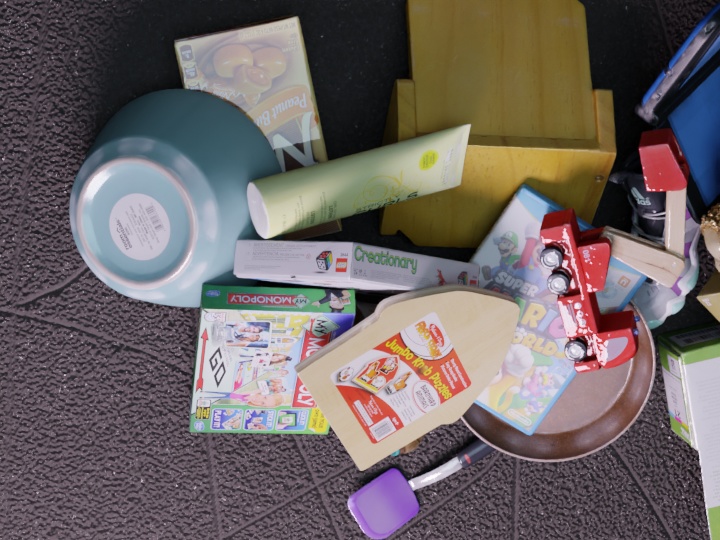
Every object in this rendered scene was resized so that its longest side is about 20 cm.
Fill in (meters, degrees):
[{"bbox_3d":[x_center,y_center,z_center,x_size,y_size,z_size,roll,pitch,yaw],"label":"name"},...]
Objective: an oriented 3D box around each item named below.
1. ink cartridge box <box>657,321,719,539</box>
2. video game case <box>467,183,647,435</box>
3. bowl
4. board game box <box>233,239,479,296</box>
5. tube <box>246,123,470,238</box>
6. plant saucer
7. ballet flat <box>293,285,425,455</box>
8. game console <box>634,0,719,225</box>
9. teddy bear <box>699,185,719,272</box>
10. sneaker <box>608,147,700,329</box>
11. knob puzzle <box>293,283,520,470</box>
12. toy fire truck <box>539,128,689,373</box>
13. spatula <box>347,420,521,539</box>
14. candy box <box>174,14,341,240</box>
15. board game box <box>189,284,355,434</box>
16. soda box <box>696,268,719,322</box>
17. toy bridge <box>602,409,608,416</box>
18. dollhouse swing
[{"bbox_3d":[0.383,0.151,1.613,0.147,0.076,0.201,-12,103,-6],"label":"ink cartridge box"},{"bbox_3d":[0.153,0.039,1.521,0.143,0.018,0.200,32,108,-6],"label":"video game case"},{"bbox_3d":[-0.174,-0.053,1.442,0.200,0.105,0.202,4,104,18],"label":"bowl"},{"bbox_3d":[0.000,0.000,1.450,0.126,0.200,0.035,2,86,36],"label":"board game box"},{"bbox_3d":[0.003,-0.076,1.419,0.199,0.058,0.052,-16,95,-19],"label":"tube"},{"bbox_3d":[0.178,0.084,1.562,0.199,0.035,0.201,2,110,4],"label":"plant saucer"},{"bbox_3d":[0.011,0.080,1.557,0.072,0.068,0.201,-37,104,-21],"label":"ballet flat"},{"bbox_3d":[0.345,-0.169,1.480,0.118,0.200,0.171,41,136,8],"label":"game console"},{"bbox_3d":[0.362,-0.082,1.468,0.067,0.145,0.200,19,65,27],"label":"teddy bear"},{"bbox_3d":[0.267,-0.052,1.531,0.140,0.078,0.201,24,87,-48],"label":"sneaker"},{"bbox_3d":[0.052,0.076,1.479,0.219,0.031,0.220,-17,137,-17],"label":"knob puzzle"},{"bbox_3d":[0.232,-0.013,1.452,0.140,0.049,0.201,-12,108,17],"label":"toy fire truck"},{"bbox_3d":[0.082,0.193,1.604,0.199,0.021,0.057,-30,101,-2],"label":"spatula"},{"bbox_3d":[-0.093,-0.123,1.504,0.115,0.055,0.201,-12,101,-4],"label":"candy box"},{"bbox_3d":[-0.083,0.084,1.492,0.134,0.029,0.200,2,143,-8],"label":"board game box"},{"bbox_3d":[0.405,-0.030,1.553,0.064,0.068,0.200,44,69,-13],"label":"soda box"},{"bbox_3d":[0.197,0.058,1.593,0.067,0.027,0.200,-45,103,1],"label":"toy bridge"},{"bbox_3d":[0.118,-0.145,1.542,0.199,0.176,0.182,1,141,-9],"label":"dollhouse swing"}]
